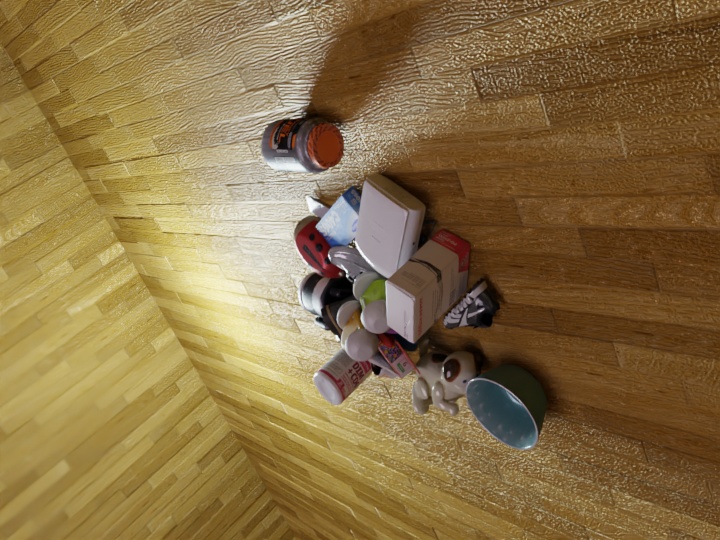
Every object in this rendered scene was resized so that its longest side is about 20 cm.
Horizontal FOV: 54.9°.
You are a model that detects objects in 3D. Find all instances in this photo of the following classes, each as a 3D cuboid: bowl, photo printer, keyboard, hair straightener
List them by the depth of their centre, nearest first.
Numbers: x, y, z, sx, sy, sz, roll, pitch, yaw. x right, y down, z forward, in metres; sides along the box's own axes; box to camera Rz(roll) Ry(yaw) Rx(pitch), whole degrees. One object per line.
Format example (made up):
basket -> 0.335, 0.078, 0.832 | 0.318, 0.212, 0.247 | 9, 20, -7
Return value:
photo printer -> 0.060, -0.088, 1.550 | 0.166, 0.068, 0.204 | 40, 134, 37
bowl -> 0.348, 0.296, 1.589 | 0.199, 0.105, 0.204 | 34, 146, 27
hair straightener -> 0.118, -0.072, 1.589 | 0.078, 0.041, 0.199 | 55, 146, -7
keyboard -> -0.067, -0.134, 1.797 | 0.198, 0.011, 0.057 | 33, 145, 31

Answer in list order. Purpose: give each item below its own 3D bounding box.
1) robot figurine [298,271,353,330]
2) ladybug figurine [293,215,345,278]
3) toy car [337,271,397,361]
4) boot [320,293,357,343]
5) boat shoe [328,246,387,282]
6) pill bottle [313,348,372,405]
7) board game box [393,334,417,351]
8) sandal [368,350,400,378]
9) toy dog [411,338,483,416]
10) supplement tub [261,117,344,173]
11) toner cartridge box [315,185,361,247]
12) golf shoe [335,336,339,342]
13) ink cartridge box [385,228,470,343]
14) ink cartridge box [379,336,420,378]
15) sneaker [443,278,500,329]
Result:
robot figurine -> -0.091, 0.070, 1.937 | 0.198, 0.151, 0.126 | 12, 147, 53
ladybug figurine -> -0.112, -0.057, 1.850 | 0.200, 0.071, 0.137 | 45, 130, 22
toy car -> 0.040, 0.119, 1.653 | 0.203, 0.147, 0.176 | -60, 25, 23
boot -> 0.000, 0.141, 1.838 | 0.201, 0.136, 0.079 | 50, -164, -44
boat shoe -> 0.000, 0.000, 1.740 | 0.195, 0.070, 0.073 | 21, 152, 12
pill bottle -> -0.032, 0.282, 2.007 | 0.112, 0.199, 0.115 | 33, 147, 26
board game box -> 0.090, 0.124, 1.829 | 0.201, 0.039, 0.158 | 49, 160, 6
sandal -> 0.046, 0.249, 1.911 | 0.205, 0.058, 0.081 | 34, -147, -46
toy dog -> 0.226, 0.258, 1.717 | 0.199, 0.136, 0.200 | -29, 65, 61
supplement tub -> -0.133, -0.290, 1.610 | 0.197, 0.122, 0.125 | 11, 132, 47
toner cartridge box -> -0.039, -0.121, 1.717 | 0.095, 0.043, 0.200 | 48, 150, 0
golf shoe -> -0.020, 0.147, 1.988 | 0.199, 0.071, 0.094 | -32, 76, 54
ink cartridge box -> 0.145, 0.033, 1.491 | 0.083, 0.199, 0.147 | 30, 144, 30
ink cartridge box -> 0.086, 0.215, 1.790 | 0.110, 0.050, 0.200 | 54, 177, -12
sneaker -> 0.250, 0.101, 1.553 | 0.091, 0.066, 0.201 | 48, 148, 10
